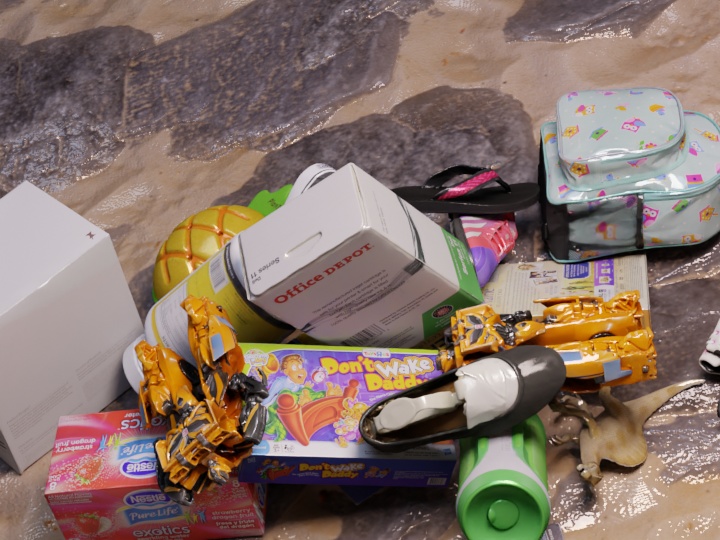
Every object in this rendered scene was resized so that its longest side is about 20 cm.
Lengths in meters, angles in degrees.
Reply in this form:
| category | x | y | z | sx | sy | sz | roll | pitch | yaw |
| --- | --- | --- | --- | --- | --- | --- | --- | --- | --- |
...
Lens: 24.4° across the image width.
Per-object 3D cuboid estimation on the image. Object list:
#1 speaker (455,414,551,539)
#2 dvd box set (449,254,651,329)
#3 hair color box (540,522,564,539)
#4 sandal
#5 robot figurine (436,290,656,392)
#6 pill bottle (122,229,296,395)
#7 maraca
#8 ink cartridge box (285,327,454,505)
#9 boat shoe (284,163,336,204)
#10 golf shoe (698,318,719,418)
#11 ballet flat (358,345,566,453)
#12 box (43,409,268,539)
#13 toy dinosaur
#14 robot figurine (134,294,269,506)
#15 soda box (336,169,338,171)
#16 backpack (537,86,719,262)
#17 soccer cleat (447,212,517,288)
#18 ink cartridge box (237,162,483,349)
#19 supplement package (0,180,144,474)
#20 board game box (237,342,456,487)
| category | x | y | z | sx | sy | sz | roll | pitch | yaw |
| --- | --- | --- | --- | --- | --- | --- | --- | --- | --- |
| speaker | 0.129 | 0.182 | 1.504 | 0.088 | 0.089 | 0.200 | -7 | 16 | 7 |
| dvd box set | 0.195 | 0.029 | 1.700 | 0.200 | 0.029 | 0.146 | -4 | 21 | 9 |
| hair color box | 0.094 | 0.300 | 1.464 | 0.200 | 0.061 | 0.100 | -15 | 43 | 0 |
| sandal | 0.099 | -0.087 | 1.748 | 0.200 | 0.045 | 0.075 | -3 | 15 | -17 |
| robot figurine | 0.170 | 0.069 | 1.560 | 0.200 | 0.058 | 0.145 | -5 | 29 | 1 |
| pill bottle | -0.147 | 0.055 | 1.684 | 0.200 | 0.112 | 0.112 | -39 | 36 | 28 |
| maraca | -0.142 | -0.023 | 1.806 | 0.200 | 0.107 | 0.137 | -39 | 34 | -8 |
| ink cartridge box | 0.011 | 0.116 | 1.683 | 0.198 | 0.047 | 0.200 | -33 | 44 | -21 |
| boat shoe | -0.058 | -0.009 | 1.737 | 0.068 | 0.074 | 0.200 | 42 | 110 | 44 |
| golf shoe | 0.374 | 0.063 | 1.627 | 0.092 | 0.073 | 0.200 | -9 | 44 | 7 |
| ballet flat | 0.085 | 0.119 | 1.472 | 0.200 | 0.068 | 0.068 | -24 | 74 | 22 |
| box | -0.193 | 0.198 | 1.611 | 0.200 | 0.096 | 0.100 | -5 | 45 | 8 |
| toy dinosaur | 0.240 | 0.144 | 1.599 | 0.101 | 0.058 | 0.200 | 41 | 47 | 16 |
| robot figurine | -0.153 | 0.121 | 1.537 | 0.145 | 0.058 | 0.200 | -43 | 37 | 18 |
| soda box | 0.000 | -0.040 | 1.791 | 0.063 | 0.068 | 0.200 | -25 | 29 | -17 |
| backpack | 0.293 | -0.106 | 1.764 | 0.200 | 0.154 | 0.176 | 1 | 35 | 2 |
| soccer cleat | 0.131 | -0.032 | 1.748 | 0.073 | 0.068 | 0.200 | -7 | 16 | 4 |
| ink cartridge box | 0.000 | 0.000 | 1.594 | 0.146 | 0.200 | 0.083 | -31 | 52 | 22 |
| supplement package | -0.347 | 0.057 | 1.717 | 0.191 | 0.200 | 0.147 | -39 | 50 | -25 |
| board game box | -0.018 | 0.137 | 1.576 | 0.200 | 0.045 | 0.135 | 2 | 47 | -12 |
